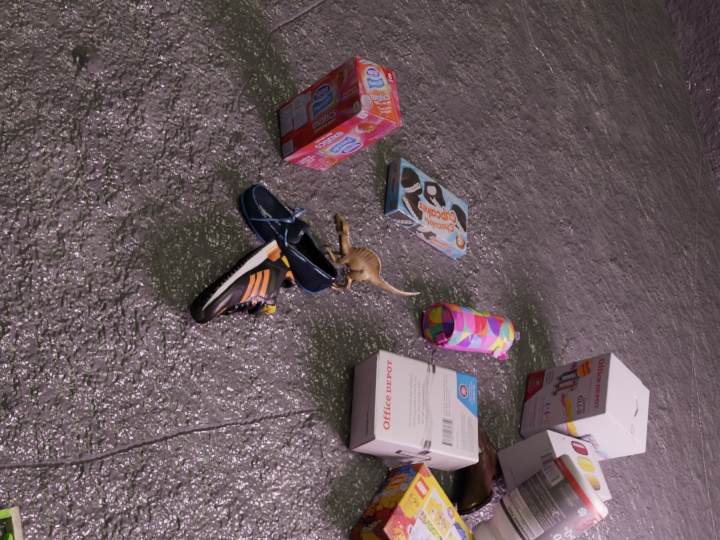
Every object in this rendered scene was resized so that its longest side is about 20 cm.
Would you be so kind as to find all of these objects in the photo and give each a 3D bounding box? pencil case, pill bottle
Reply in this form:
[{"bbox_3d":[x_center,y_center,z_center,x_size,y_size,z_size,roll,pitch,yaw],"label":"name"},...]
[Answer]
[{"bbox_3d":[0.204,0.112,1.629,0.199,0.088,0.089,14,63,-42],"label":"pencil case"},{"bbox_3d":[0.285,0.398,1.414,0.116,0.199,0.116,52,5,-7],"label":"pill bottle"}]

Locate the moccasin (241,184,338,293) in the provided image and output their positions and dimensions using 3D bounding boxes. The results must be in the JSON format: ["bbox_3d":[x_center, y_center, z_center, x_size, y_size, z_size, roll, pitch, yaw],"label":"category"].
[{"bbox_3d":[-0.103,-0.058,1.377,0.200,0.068,0.081,50,43,-20],"label":"moccasin"}]

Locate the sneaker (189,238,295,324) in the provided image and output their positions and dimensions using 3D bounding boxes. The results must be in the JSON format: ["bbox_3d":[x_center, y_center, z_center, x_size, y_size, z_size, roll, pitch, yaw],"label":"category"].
[{"bbox_3d":[-0.160,0.034,1.272,0.090,0.070,0.200,54,40,-10],"label":"sneaker"}]

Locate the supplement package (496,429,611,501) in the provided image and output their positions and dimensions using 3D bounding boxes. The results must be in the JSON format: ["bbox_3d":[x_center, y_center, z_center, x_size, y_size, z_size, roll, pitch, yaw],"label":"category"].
[{"bbox_3d":[0.352,0.371,1.589,0.199,0.109,0.115,23,43,-50],"label":"supplement package"}]

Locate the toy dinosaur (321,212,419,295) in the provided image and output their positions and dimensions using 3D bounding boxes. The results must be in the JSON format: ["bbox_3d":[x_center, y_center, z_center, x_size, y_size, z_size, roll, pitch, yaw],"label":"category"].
[{"bbox_3d":[0.000,0.000,1.438,0.200,0.101,0.059,47,44,-22],"label":"toy dinosaur"}]

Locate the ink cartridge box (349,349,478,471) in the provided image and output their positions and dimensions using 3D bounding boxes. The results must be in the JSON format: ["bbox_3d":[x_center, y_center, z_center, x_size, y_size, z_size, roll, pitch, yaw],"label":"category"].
[{"bbox_3d":[0.087,0.228,1.415,0.198,0.084,0.148,18,59,-25],"label":"ink cartridge box"}]

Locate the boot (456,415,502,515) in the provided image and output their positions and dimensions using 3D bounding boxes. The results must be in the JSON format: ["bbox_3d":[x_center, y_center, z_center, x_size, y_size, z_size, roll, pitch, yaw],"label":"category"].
[{"bbox_3d":[0.170,0.295,1.520,0.202,0.064,0.186,65,27,-8],"label":"boot"}]

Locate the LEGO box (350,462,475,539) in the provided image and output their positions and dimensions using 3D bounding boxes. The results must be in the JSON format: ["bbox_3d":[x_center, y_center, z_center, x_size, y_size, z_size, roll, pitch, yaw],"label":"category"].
[{"bbox_3d":[0.094,0.429,1.368,0.201,0.077,0.149,57,42,-13],"label":"LEGO box"}]

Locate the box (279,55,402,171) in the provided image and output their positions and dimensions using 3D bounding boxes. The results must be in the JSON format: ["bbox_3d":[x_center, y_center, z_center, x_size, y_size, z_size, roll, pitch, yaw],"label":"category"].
[{"bbox_3d":[-0.036,-0.251,1.435,0.095,0.199,0.101,10,65,-43],"label":"box"}]

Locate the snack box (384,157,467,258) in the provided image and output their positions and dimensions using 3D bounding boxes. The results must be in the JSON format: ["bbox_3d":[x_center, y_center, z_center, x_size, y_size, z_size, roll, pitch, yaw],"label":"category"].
[{"bbox_3d":[0.129,-0.117,1.681,0.199,0.037,0.117,30,53,-36],"label":"snack box"}]

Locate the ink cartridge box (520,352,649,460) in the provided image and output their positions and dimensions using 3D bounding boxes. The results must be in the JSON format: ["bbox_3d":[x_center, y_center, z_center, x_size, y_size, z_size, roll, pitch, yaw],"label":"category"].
[{"bbox_3d":[0.440,0.275,1.720,0.144,0.199,0.146,41,46,-27],"label":"ink cartridge box"}]

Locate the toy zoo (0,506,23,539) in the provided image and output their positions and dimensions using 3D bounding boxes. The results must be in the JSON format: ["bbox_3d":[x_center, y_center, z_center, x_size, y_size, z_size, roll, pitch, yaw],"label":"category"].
[{"bbox_3d":[-0.433,0.323,0.883,0.199,0.020,0.133,-2,74,-47],"label":"toy zoo"}]
